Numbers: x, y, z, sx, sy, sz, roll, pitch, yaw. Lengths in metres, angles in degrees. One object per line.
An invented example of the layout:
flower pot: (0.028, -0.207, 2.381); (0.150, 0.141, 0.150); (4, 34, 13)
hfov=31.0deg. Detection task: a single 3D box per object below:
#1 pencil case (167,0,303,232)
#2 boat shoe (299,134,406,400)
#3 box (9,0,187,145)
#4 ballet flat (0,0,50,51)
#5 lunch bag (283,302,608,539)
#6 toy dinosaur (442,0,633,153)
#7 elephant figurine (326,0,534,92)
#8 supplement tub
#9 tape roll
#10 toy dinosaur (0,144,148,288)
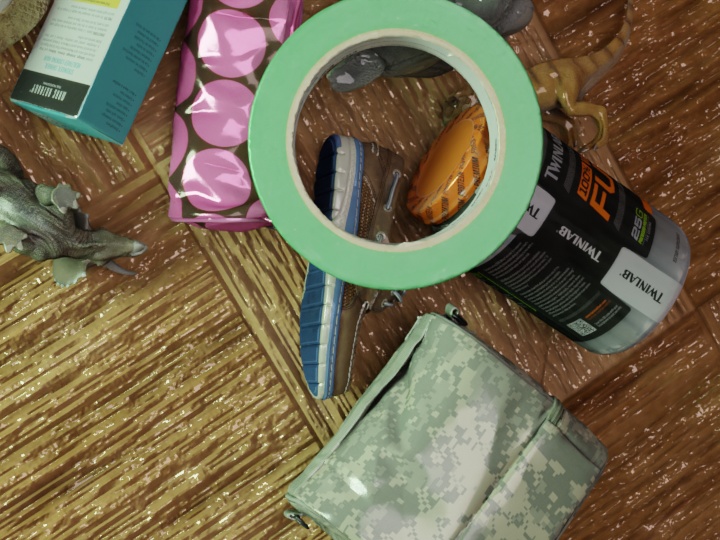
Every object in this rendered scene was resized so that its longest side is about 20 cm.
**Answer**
pencil case: (-0.085, -0.128, 0.946); (0.091, 0.093, 0.201); (2, 92, -53)
boat shoe: (0.000, 0.000, 0.981); (0.072, 0.072, 0.201); (7, 89, -17)
box: (-0.168, -0.194, 0.920); (0.049, 0.082, 0.201); (30, 81, -50)
ballet flat: (-0.283, -0.168, 0.869); (0.070, 0.065, 0.200); (38, 57, 8)
lunch bag: (0.060, 0.148, 0.964); (0.168, 0.139, 0.200); (42, 79, -13)
toy dinosaur: (0.165, -0.146, 1.033); (0.199, 0.060, 0.107); (-24, 95, -15)
elephant figurine: (0.034, -0.252, 0.975); (0.141, 0.155, 0.201); (-24, 85, 28)
supplement tub: (0.141, -0.032, 0.989); (0.200, 0.122, 0.123); (32, 82, -18)
tape roll: (0.023, -0.087, 0.889); (0.200, 0.048, 0.201); (0, 91, -2)
toy dinosaur: (-0.246, -0.051, 0.904); (0.200, 0.102, 0.077); (36, 73, -4)
